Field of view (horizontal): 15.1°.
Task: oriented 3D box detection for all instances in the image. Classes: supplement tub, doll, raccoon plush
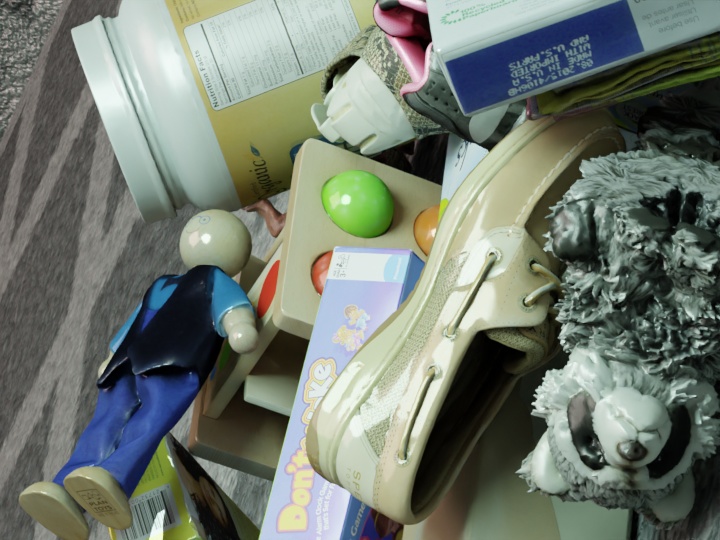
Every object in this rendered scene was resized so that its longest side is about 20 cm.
[{"bbox_3d":[-0.054,-0.119,1.581,0.145,0.199,0.145,159,90,-88],"label":"supplement tub"},{"bbox_3d":[-0.104,0.048,1.434,0.136,0.048,0.200,-20,35,45],"label":"doll"},{"bbox_3d":[0.134,0.020,1.142,0.200,0.096,0.134,-38,-37,-57],"label":"raccoon plush"}]

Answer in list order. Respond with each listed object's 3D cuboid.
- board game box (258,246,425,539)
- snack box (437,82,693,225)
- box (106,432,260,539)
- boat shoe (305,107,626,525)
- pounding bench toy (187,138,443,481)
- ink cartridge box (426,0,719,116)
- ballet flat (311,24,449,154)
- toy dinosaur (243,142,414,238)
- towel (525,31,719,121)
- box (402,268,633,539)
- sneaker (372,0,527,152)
[{"bbox_3d":[0.014,0.106,1.310,0.045,0.134,0.201,3,68,32],"label":"board game box"},{"bbox_3d":[0.104,-0.101,1.359,0.169,0.067,0.201,127,156,-50],"label":"snack box"},{"bbox_3d":[-0.089,0.160,1.523,0.200,0.050,0.075,57,-170,-62],"label":"box"},{"bbox_3d":[0.060,0.018,1.153,0.064,0.071,0.200,30,83,37],"label":"boat shoe"},{"bbox_3d":[0.000,0.000,1.502,0.156,0.124,0.201,124,159,-46],"label":"pounding bench toy"},{"bbox_3d":[0.121,-0.157,1.172,0.200,0.199,0.041,-95,-16,-57],"label":"ink cartridge box"},{"bbox_3d":[0.012,-0.092,1.416,0.075,0.068,0.200,-35,9,-4],"label":"ballet flat"},{"bbox_3d":[-0.009,-0.026,1.669,0.136,0.086,0.201,-47,33,43],"label":"toy dinosaur"},{"bbox_3d":[0.137,-0.136,1.191,0.200,0.143,0.023,-88,-23,-55],"label":"towel"},{"bbox_3d":[0.074,0.077,1.222,0.095,0.077,0.201,127,157,-53],"label":"box"},{"bbox_3d":[0.051,-0.120,1.265,0.200,0.095,0.079,-94,29,-57],"label":"sneaker"}]
